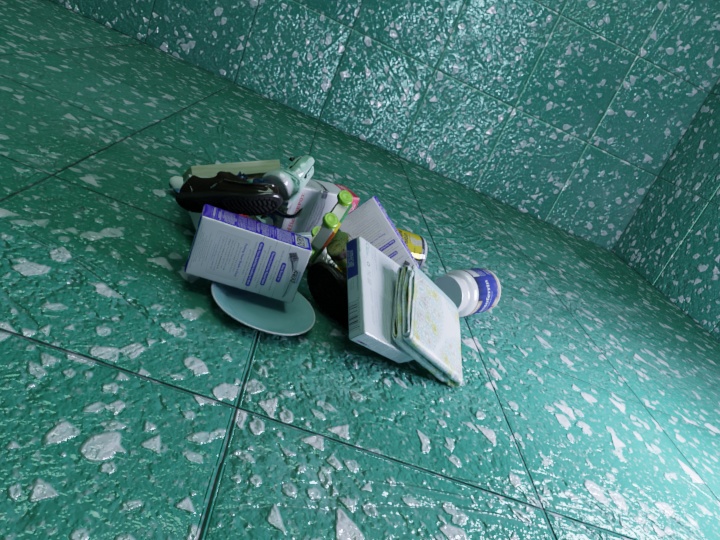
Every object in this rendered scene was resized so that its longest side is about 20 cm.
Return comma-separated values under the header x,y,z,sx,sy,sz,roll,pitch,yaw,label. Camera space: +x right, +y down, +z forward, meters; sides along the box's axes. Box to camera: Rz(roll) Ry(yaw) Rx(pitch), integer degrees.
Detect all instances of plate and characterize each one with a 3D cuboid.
x,y,z,sx,sy,sz,roll,pitch,yaw,label
-0.176,0.064,0.986,0.197,0.026,0.201,21,22,-9,plate

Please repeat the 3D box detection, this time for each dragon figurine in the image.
x,y,z,sx,sy,sz,roll,pitch,yaw,label
-0.203,-0.145,1.109,0.099,0.059,0.199,38,-6,-41,dragon figurine

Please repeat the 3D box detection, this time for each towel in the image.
x,y,z,sx,sy,sz,roll,pitch,yaw,label
0.131,0.105,1.042,0.199,0.048,0.174,41,41,-35,towel

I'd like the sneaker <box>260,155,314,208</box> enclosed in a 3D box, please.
x,y,z,sx,sy,sz,roll,pitch,yaw,label
-0.148,-0.210,1.162,0.073,0.119,0.200,35,-6,-3,sneaker

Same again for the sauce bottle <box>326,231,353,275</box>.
x,y,z,sx,sy,sz,roll,pitch,yaw,label
0.000,0.000,1.173,0.200,0.064,0.065,49,1,-41,sauce bottle

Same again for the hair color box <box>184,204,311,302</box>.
x,y,z,sx,sy,sz,roll,pitch,yaw,label
-0.197,-0.028,0.967,0.197,0.111,0.065,18,22,-17,hair color box

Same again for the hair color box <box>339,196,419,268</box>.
x,y,z,sx,sy,sz,roll,pitch,yaw,label
0.042,-0.058,1.270,0.202,0.108,0.065,58,11,-2,hair color box

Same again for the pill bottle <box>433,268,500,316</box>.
x,y,z,sx,sy,sz,roll,pitch,yaw,label
0.263,0.055,1.371,0.115,0.117,0.198,38,25,31,pill bottle

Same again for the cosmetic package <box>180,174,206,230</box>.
x,y,z,sx,sy,sz,roll,pitch,yaw,label
-0.294,-0.100,1.106,0.082,0.051,0.202,3,53,-49,cosmetic package

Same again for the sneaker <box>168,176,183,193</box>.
x,y,z,sx,sy,sz,roll,pitch,yaw,label
-0.357,-0.184,1.293,0.197,0.073,0.072,23,23,-2,sneaker

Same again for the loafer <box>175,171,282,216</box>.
x,y,z,sx,sy,sz,roll,pitch,yaw,label
-0.232,-0.146,0.968,0.196,0.073,0.073,3,-19,9,loafer

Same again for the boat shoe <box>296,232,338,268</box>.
x,y,z,sx,sy,sz,roll,pitch,yaw,label
-0.073,-0.016,1.234,0.200,0.075,0.087,26,21,-27,boat shoe

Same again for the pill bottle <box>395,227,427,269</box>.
x,y,z,sx,sy,sz,roll,pitch,yaw,label
0.068,-0.061,1.423,0.197,0.114,0.112,16,23,-23,pill bottle

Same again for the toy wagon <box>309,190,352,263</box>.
x,y,z,sx,sy,sz,roll,pitch,yaw,label
-0.081,-0.070,1.106,0.039,0.155,0.202,34,53,-8,toy wagon

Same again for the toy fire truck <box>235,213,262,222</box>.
x,y,z,sx,sy,sz,roll,pitch,yaw,label
-0.200,-0.064,1.096,0.142,0.048,0.200,57,12,4,toy fire truck

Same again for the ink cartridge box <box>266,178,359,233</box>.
x,y,z,sx,sy,sz,roll,pitch,yaw,label
-0.121,-0.149,1.370,0.197,0.147,0.083,6,29,-41,ink cartridge box

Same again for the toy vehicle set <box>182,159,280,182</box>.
x,y,z,sx,sy,sz,roll,pitch,yaw,label
-0.292,-0.220,1.227,0.197,0.027,0.124,-11,5,-28,toy vehicle set

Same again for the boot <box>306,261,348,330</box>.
x,y,z,sx,sy,sz,roll,pitch,yaw,label
-0.001,0.053,1.116,0.211,0.080,0.157,46,31,10,boot

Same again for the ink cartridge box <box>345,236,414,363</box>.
x,y,z,sx,sy,sz,roll,pitch,yaw,label
0.049,0.065,1.025,0.199,0.043,0.200,34,42,-43,ink cartridge box
